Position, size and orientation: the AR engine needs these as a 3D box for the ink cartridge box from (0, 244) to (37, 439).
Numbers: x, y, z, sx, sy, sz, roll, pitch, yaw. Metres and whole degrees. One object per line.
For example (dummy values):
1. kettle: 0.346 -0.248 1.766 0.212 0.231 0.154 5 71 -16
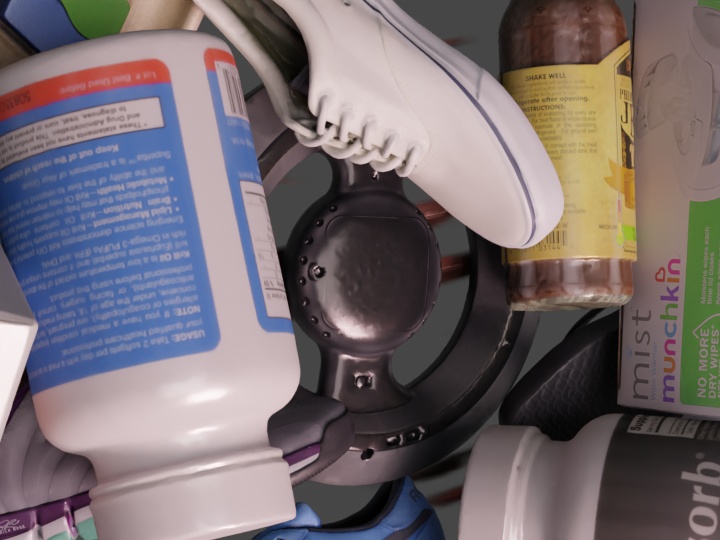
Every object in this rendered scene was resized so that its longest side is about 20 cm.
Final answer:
1. ink cartridge box: -0.234 0.065 1.001 0.144 0.145 0.201 12 110 -25

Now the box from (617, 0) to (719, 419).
1. box: 0.215 -0.032 1.191 0.176 0.096 0.202 3 91 -38

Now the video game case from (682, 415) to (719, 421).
1. video game case: 0.226 0.173 1.317 0.181 0.022 0.202 1 102 -24

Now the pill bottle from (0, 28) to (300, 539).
1. pill bottle: -0.087 0.012 1.026 0.111 0.112 0.202 -9 82 -22

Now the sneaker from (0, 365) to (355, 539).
1. sneaker: -0.105 0.068 1.097 0.198 0.074 0.088 -14 99 2

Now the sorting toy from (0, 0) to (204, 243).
1. sorting toy: -0.179 -0.091 1.069 0.199 0.036 0.186 25 92 -26

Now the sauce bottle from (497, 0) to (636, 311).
1. sauce bottle: 0.095 -0.083 1.158 0.064 0.065 0.202 1 87 -24

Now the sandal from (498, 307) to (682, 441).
1. sandal: 0.145 0.036 1.245 0.200 0.043 0.076 -34 122 -24

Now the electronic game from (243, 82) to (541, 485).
1. electronic game: 0.000 0.000 1.165 0.199 0.042 0.202 -3 96 -26

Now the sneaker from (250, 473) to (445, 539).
1. sneaker: -0.051 0.157 1.173 0.199 0.066 0.079 -23 99 -18

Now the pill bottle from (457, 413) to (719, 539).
1. pill bottle: 0.151 0.126 1.135 0.198 0.116 0.117 3 104 17

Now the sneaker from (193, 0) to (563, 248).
1. sneaker: 0.001 -0.075 1.097 0.200 0.073 0.071 44 57 2
